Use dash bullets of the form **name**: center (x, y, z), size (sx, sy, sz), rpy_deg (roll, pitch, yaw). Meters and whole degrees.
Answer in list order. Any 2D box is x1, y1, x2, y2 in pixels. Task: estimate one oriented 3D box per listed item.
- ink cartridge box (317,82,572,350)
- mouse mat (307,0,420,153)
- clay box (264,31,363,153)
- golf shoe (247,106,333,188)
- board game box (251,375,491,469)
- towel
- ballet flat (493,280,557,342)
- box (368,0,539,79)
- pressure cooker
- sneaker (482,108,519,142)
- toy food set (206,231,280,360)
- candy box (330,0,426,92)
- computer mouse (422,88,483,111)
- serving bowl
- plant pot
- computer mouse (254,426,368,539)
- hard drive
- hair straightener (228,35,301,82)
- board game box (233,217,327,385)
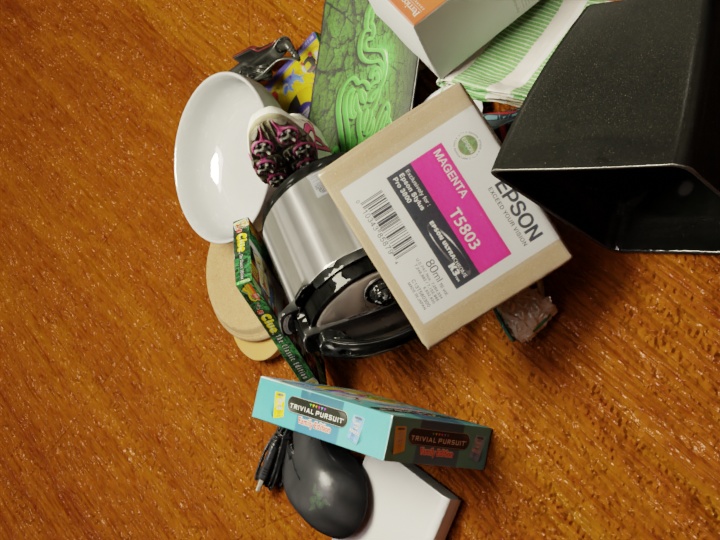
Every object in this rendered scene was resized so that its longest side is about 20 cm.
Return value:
- **ink cartridge box**: center (0.080, -0.052, 1.278), size (0.164, 0.075, 0.200), rpy_deg (-33, 88, 6)
- **mouse mat**: center (0.004, -0.222, 1.505), size (0.161, 0.008, 0.201), rpy_deg (11, 95, 43)
- **clay box**: center (-0.044, -0.169, 1.589), size (0.115, 0.048, 0.200), rpy_deg (-43, 53, 31)
- **golf shoe**: center (-0.078, -0.133, 1.450), size (0.072, 0.200, 0.092), rpy_deg (-24, 66, 8)
- **board game box**: center (0.010, 0.156, 1.389), size (0.200, 0.151, 0.047), rpy_deg (10, 88, 46)
- **towel**: center (0.185, -0.220, 1.337), size (0.200, 0.023, 0.153), rpy_deg (18, 63, 46)
- **ballet flat**: center (0.139, -0.017, 1.367), size (0.072, 0.072, 0.200), rpy_deg (-45, 58, 29)
- **box**: center (0.111, -0.315, 1.365), size (0.200, 0.098, 0.124), rpy_deg (-39, 58, -1)
- **pressure cooker**: center (-0.001, -0.001, 1.416), size (0.176, 0.178, 0.200), rpy_deg (-45, 52, 26)
- **sneaker**: center (0.141, -0.124, 1.364), size (0.199, 0.095, 0.080), rpy_deg (3, 108, 36)
- **toy food set**: center (-0.113, -0.009, 1.624), size (0.198, 0.049, 0.200), rpy_deg (-51, 50, 25)
- **candy box**: center (0.053, -0.286, 1.511), size (0.200, 0.056, 0.117), rpy_deg (-25, 65, 41)
- **computer mouse**: center (0.098, -0.168, 1.448), size (0.200, 0.044, 0.110), rpy_deg (-46, 53, 29)
- **serving bowl**: center (-0.140, -0.131, 1.587), size (0.200, 0.066, 0.201), rpy_deg (1, 91, 49)
- **plant pot**: center (0.266, -0.131, 1.176), size (0.200, 0.199, 0.178), rpy_deg (4, 73, 46)
- **computer mouse**: center (-0.061, 0.224, 1.495), size (0.200, 0.053, 0.139), rpy_deg (41, 110, 52)
- **hard drive**: center (0.022, 0.301, 1.435), size (0.132, 0.027, 0.201), rpy_deg (31, 104, 45)
- **hair straightener**: center (-0.125, -0.238, 1.641), size (0.200, 0.041, 0.077), rpy_deg (3, 61, 62)
- **board game box**: center (-0.086, 0.045, 1.472), size (0.023, 0.200, 0.105), rpy_deg (-22, 41, 9)
